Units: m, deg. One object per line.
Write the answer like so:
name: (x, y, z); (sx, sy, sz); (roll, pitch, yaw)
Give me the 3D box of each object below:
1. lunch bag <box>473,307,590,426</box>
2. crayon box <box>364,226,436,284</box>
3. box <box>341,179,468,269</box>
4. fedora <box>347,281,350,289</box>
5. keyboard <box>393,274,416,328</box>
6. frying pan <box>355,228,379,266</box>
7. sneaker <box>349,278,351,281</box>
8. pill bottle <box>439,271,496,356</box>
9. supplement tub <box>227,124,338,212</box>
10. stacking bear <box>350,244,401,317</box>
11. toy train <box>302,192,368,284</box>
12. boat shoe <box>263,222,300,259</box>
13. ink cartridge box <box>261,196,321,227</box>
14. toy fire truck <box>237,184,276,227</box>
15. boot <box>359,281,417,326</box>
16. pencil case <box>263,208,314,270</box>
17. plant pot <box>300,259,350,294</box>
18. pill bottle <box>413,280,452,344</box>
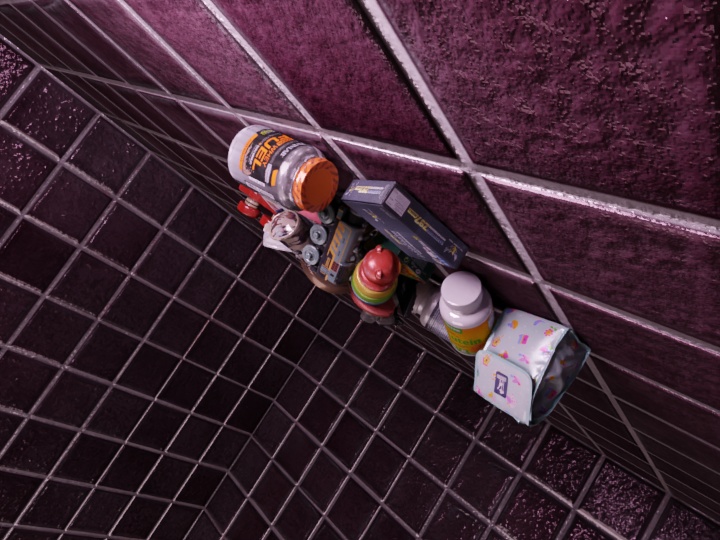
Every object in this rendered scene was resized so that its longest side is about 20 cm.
lunch bag: (0.331, 0.196, 1.053); (0.122, 0.201, 0.170); (38, 172, -31)
crayon box: (0.069, -0.044, 1.232); (0.127, 0.051, 0.199); (39, 171, -38)
box: (0.078, -0.085, 0.938); (0.200, 0.051, 0.157); (38, 173, -28)
fedora: (0.042, 0.020, 1.492); (0.081, 0.202, 0.200); (-17, 139, 34)
keyboard: (0.106, 0.066, 1.282); (0.020, 0.128, 0.200); (17, -161, -8)
frying pan: (-0.001, -0.043, 1.195); (0.189, 0.031, 0.115); (0, 140, 47)
sneaker: (0.000, 0.000, 1.332); (0.199, 0.075, 0.082); (26, -178, 2)
pill bottle: (0.230, 0.091, 1.113); (0.111, 0.111, 0.201); (28, 159, 35)
supplement tub: (-0.143, -0.187, 0.965); (0.199, 0.123, 0.123); (28, 171, 32)
stacking bear: (0.037, 0.014, 1.138); (0.113, 0.123, 0.200); (8, 159, -2)
toy train: (-0.050, -0.067, 1.134); (0.114, 0.201, 0.085); (33, -151, 19)
boat shoe: (-0.155, -0.064, 1.349); (0.198, 0.069, 0.072); (13, -158, -17)
ink cartridge box: (-0.133, -0.154, 1.269); (0.199, 0.084, 0.176); (30, 172, 22)
toy fire truck: (-0.247, -0.191, 1.499); (0.199, 0.113, 0.168); (33, -169, 14)
boot: (0.099, 0.091, 1.433); (0.198, 0.132, 0.068); (4, -153, 0)
pencil case: (-0.139, -0.067, 1.219); (0.089, 0.078, 0.200); (9, 161, 26)
plant pot: (-0.072, -0.039, 1.544); (0.200, 0.201, 0.093); (35, 132, -7)
pill bottle: (0.216, 0.106, 1.289); (0.199, 0.120, 0.120); (32, 172, 14)
